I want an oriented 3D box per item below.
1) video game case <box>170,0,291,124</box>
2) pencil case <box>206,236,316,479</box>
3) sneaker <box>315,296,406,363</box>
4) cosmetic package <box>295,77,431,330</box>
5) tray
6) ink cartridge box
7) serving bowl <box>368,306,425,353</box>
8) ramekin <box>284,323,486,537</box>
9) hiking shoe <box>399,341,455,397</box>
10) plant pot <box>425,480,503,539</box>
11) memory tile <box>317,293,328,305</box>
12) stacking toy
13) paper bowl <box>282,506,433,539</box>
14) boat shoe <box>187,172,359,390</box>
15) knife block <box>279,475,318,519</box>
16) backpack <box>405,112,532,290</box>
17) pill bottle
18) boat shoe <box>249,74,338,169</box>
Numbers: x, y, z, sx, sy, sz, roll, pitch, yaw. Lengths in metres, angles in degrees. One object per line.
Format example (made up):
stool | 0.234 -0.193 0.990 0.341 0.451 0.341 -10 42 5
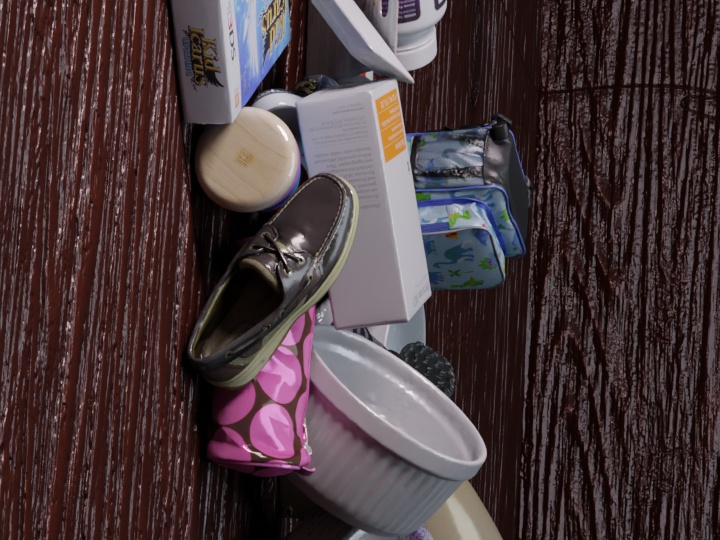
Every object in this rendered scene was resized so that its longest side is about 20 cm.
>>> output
video game case | -0.105 -0.239 1.449 0.200 0.045 0.182 -66 156 -60
pencil case | -0.076 0.075 1.517 0.091 0.093 0.201 132 -36 -76
sneaker | -0.003 0.089 1.773 0.076 0.114 0.200 -49 169 2
cosmetic package | 0.004 -0.059 1.552 0.101 0.071 0.201 -45 127 -71
tray | -0.030 -0.245 1.582 0.200 0.022 0.107 55 13 21
ink cartridge box | 0.008 -0.260 1.708 0.200 0.047 0.161 -1 -94 63
serving bowl | 0.019 0.107 2.007 0.200 0.065 0.201 5 90 -74
ramekin | 0.005 0.149 1.615 0.105 0.200 0.200 -54 174 13
hiking shoe | 0.046 0.153 1.901 0.087 0.074 0.200 -49 -167 32
plant pot | 0.076 0.304 2.116 0.187 0.186 0.201 -57 133 -67
memory tile | -0.018 -0.072 1.795 0.153 0.017 0.201 139 -42 -68
stacking toy | -0.079 -0.081 1.524 0.200 0.085 0.086 31 62 -80
paper bowl | -0.020 0.313 1.691 0.200 0.104 0.202 -16 111 -48
boat shoe | -0.070 0.006 1.448 0.201 0.073 0.065 -59 160 -4
knife block | -0.031 0.174 1.809 0.176 0.064 0.201 -55 145 -69
backpack | 0.072 -0.067 1.928 0.183 0.199 0.148 62 33 -60
pill bottle | 0.035 -0.321 1.922 0.112 0.111 0.201 -71 159 -53
boat shoe | -0.058 -0.144 1.653 0.200 0.071 0.091 31 33 -62
